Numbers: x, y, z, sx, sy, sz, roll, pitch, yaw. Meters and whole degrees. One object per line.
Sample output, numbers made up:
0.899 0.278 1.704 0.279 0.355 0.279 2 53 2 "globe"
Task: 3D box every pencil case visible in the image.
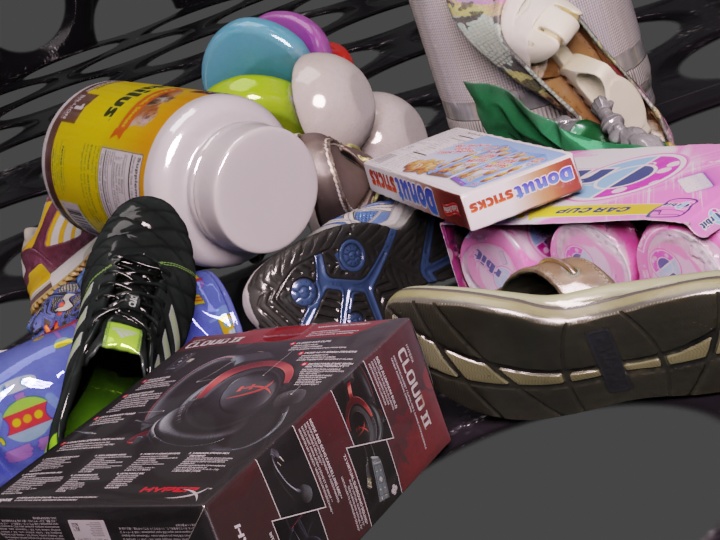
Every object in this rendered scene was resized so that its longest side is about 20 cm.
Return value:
-0.162 0.071 0.953 0.199 0.087 0.078 -24 -9 -18 "pencil case"

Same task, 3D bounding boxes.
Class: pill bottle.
-0.116 -0.063 1.026 0.109 0.110 0.200 -30 26 -31 "pill bottle"

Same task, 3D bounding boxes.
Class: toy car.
-0.054 -0.128 1.248 0.174 0.151 0.200 -16 -22 28 "toy car"

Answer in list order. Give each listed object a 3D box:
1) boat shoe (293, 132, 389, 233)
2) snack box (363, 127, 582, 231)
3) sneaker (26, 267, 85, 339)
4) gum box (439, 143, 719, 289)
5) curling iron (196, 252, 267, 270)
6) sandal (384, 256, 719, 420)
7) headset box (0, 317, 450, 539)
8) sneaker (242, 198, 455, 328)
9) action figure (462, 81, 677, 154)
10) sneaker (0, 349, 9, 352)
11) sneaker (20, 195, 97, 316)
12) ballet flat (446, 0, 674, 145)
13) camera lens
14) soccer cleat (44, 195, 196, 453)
-0.009 -0.057 1.114 0.059 0.072 0.200 -11 -11 5 "boat shoe"
0.063 -0.059 0.973 0.072 0.024 0.200 -20 14 -12 "snack box"
-0.185 0.047 1.094 0.078 0.076 0.200 -32 11 -11 "sneaker"
0.157 -0.021 0.902 0.113 0.066 0.200 -30 19 -35 "gum box"
-0.126 -0.018 1.163 0.026 0.050 0.200 37 21 23 "curling iron"
0.111 0.027 0.783 0.200 0.080 0.057 -4 39 19 "sandal"
-0.061 0.093 0.775 0.148 0.075 0.200 -7 21 35 "headset box"
0.000 0.000 1.026 0.200 0.076 0.077 -21 7 -40 "sneaker"
0.161 -0.073 1.029 0.055 0.118 0.200 -51 35 -11 "action figure"
-0.287 0.102 0.999 0.199 0.075 0.082 -24 16 -16 "sneaker"
-0.196 -0.042 1.212 0.200 0.090 0.075 -33 -26 31 "sneaker"
0.145 -0.141 1.086 0.069 0.200 0.071 -49 12 -9 "ballet flat"
0.128 -0.178 1.198 0.159 0.201 0.160 -18 16 5 "camera lens"
-0.129 0.038 0.882 0.067 0.201 0.081 14 -30 -8 "soccer cleat"
